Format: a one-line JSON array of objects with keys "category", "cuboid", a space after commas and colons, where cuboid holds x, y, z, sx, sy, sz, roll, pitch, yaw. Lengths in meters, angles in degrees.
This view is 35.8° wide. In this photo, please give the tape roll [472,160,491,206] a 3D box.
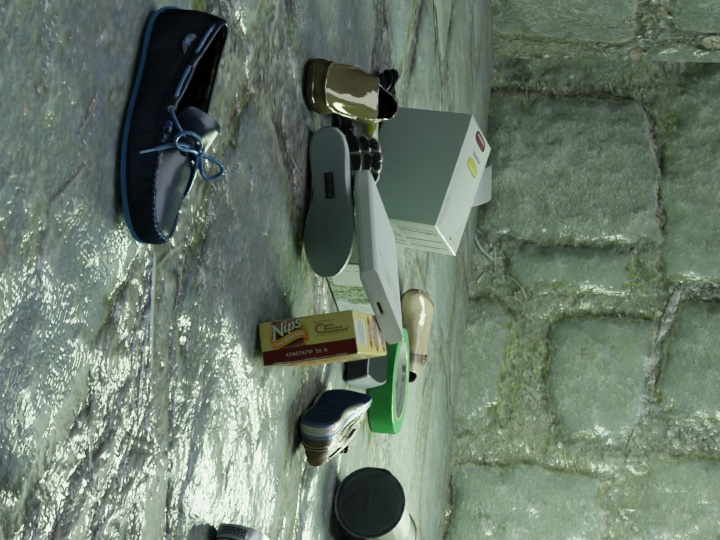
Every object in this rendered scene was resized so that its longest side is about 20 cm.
[{"category": "tape roll", "cuboid": [0.137, -0.163, 2.014, 0.200, 0.199, 0.066, -54, 144, -70]}]

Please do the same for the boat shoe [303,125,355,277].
[{"category": "boat shoe", "cuboid": [-0.039, -0.091, 1.496, 0.066, 0.070, 0.201, 4, 82, -78]}]

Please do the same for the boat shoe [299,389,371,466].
[{"category": "boat shoe", "cuboid": [-0.040, 0.221, 1.582, 0.200, 0.072, 0.073, -22, 120, -67]}]

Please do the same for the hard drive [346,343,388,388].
[{"category": "hard drive", "cuboid": [0.016, 0.134, 1.887, 0.200, 0.042, 0.136, 38, 56, -77]}]

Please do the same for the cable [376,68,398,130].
[{"category": "cable", "cuboid": [0.046, -0.259, 1.901, 0.200, 0.051, 0.164, -49, 143, -70]}]

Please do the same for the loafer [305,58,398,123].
[{"category": "loafer", "cuboid": [-0.010, -0.242, 1.504, 0.200, 0.067, 0.076, -1, 93, -64]}]

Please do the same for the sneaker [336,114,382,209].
[{"category": "sneaker", "cuboid": [-0.003, -0.177, 1.629, 0.080, 0.077, 0.201, 89, 8, -69]}]

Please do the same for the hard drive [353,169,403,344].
[{"category": "hard drive", "cuboid": [0.023, -0.020, 1.457, 0.200, 0.026, 0.132, -94, 166, -48]}]

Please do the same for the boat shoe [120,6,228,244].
[{"category": "boat shoe", "cuboid": [-0.147, -0.120, 0.896, 0.084, 0.068, 0.201, 36, 59, -77]}]

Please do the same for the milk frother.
[{"category": "milk frother", "cuboid": [0.061, 0.442, 1.813, 0.188, 0.199, 0.181, 73, 27, -60]}]

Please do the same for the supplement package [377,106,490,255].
[{"category": "supplement package", "cuboid": [0.099, -0.146, 1.792, 0.111, 0.155, 0.201, 46, 59, -57]}]

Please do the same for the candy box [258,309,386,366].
[{"category": "candy box", "cuboid": [-0.042, 0.086, 1.366, 0.200, 0.115, 0.056, 26, 56, -78]}]

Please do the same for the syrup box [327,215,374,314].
[{"category": "syrup box", "cuboid": [0.000, 0.000, 1.670, 0.200, 0.078, 0.082, 72, 24, -62]}]

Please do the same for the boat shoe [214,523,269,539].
[{"category": "boat shoe", "cuboid": [-0.113, 0.337, 1.216, 0.200, 0.072, 0.066, 73, 27, -59]}]

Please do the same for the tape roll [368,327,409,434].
[{"category": "tape roll", "cuboid": [0.055, 0.207, 2.103, 0.200, 0.048, 0.201, 4, 90, -79]}]

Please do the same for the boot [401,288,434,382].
[{"category": "boot", "cuboid": [0.111, 0.143, 2.324, 0.200, 0.070, 0.147, 72, 26, -62]}]
